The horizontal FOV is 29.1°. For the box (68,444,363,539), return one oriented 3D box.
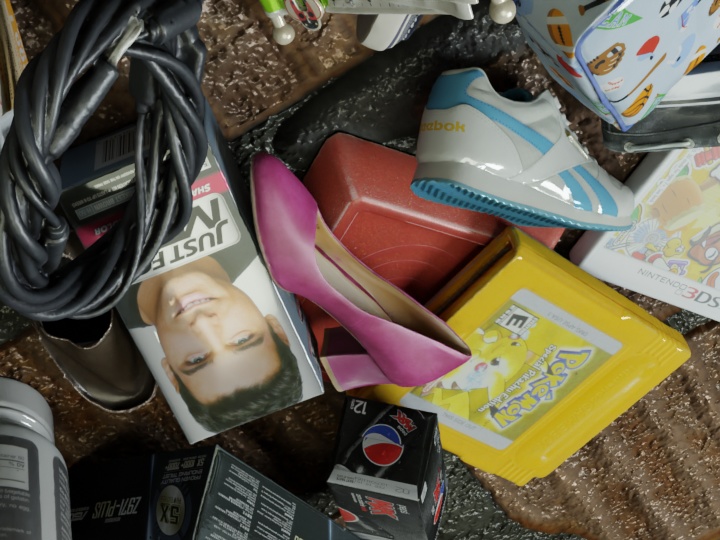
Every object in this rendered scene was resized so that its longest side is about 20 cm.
[{"bbox_3d":[-0.108,0.219,1.040,0.162,0.087,0.200,-13,141,36],"label":"box"}]

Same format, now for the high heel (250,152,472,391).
[{"bbox_3d":[0.000,0.000,0.870,0.095,0.068,0.202,-12,124,15],"label":"high heel"}]

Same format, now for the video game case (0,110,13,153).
[{"bbox_3d":[-0.276,-0.049,0.739,0.197,0.182,0.024,-17,104,0],"label":"video game case"}]

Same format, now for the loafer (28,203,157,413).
[{"bbox_3d":[-0.185,0.033,0.903,0.072,0.071,0.201,-19,134,3],"label":"loafer"}]

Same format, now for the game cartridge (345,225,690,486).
[{"bbox_3d":[0.116,0.072,1.000,0.199,0.033,0.176,29,119,-34],"label":"game cartridge"}]

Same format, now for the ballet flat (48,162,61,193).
[{"bbox_3d":[-0.231,-0.033,0.816,0.072,0.074,0.199,25,158,-32],"label":"ballet flat"}]

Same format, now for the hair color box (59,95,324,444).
[{"bbox_3d":[-0.103,0.003,0.878,0.098,0.061,0.202,-21,121,4],"label":"hair color box"}]

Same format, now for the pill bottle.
[{"bbox_3d":[-0.249,0.175,0.925,0.111,0.201,0.114,-7,133,-8],"label":"pill bottle"}]

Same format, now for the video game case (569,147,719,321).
[{"bbox_3d":[0.274,-0.051,0.986,0.180,0.023,0.201,17,124,-28],"label":"video game case"}]

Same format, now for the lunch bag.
[{"bbox_3d":[0.164,-0.167,0.759,0.160,0.076,0.200,-47,162,7],"label":"lunch bag"}]

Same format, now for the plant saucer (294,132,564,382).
[{"bbox_3d":[0.024,0.016,0.970,0.197,0.037,0.201,15,125,-27],"label":"plant saucer"}]

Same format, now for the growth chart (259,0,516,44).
[{"bbox_3d":[-0.007,-0.180,0.707,0.018,0.198,0.146,-50,126,-28],"label":"growth chart"}]

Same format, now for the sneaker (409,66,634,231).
[{"bbox_3d":[0.115,-0.070,0.885,0.076,0.082,0.199,4,174,43],"label":"sneaker"}]

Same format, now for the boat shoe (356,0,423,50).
[{"bbox_3d":[0.072,-0.199,0.759,0.092,0.075,0.201,16,125,-17],"label":"boat shoe"}]

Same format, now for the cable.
[{"bbox_3d":[-0.135,-0.048,0.728,0.050,0.163,0.202,26,122,12],"label":"cable"}]

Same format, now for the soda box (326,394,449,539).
[{"bbox_3d":[0.023,0.155,1.013,0.070,0.064,0.200,10,158,10],"label":"soda box"}]

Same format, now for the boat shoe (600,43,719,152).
[{"bbox_3d":[0.248,-0.101,0.865,0.196,0.074,0.069,-3,118,8],"label":"boat shoe"}]

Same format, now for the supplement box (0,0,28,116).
[{"bbox_3d":[-0.211,-0.125,0.641,0.072,0.200,0.128,-13,104,-2],"label":"supplement box"}]
